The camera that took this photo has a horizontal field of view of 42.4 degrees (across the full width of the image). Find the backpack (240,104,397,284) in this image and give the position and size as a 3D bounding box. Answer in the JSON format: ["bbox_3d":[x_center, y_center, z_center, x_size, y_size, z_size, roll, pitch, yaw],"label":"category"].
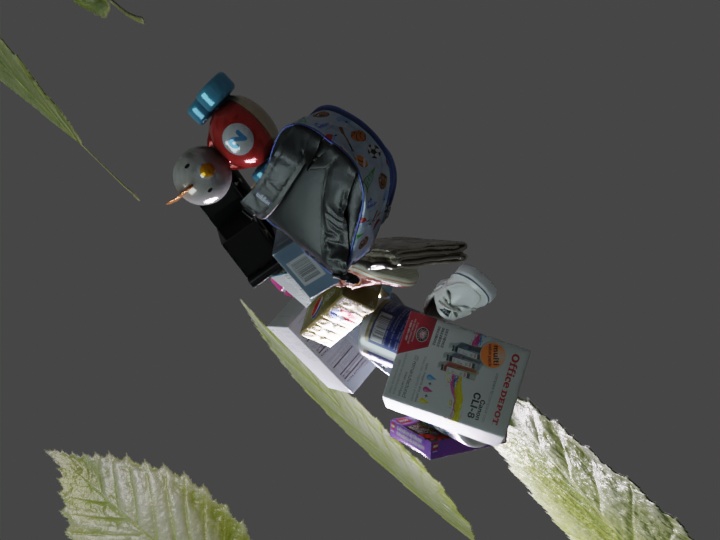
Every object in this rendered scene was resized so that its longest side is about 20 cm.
[{"bbox_3d":[-0.037,-0.116,1.231,0.199,0.154,0.191,34,142,13],"label":"backpack"}]

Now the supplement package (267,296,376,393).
[{"bbox_3d":[-0.062,0.133,1.966,0.200,0.151,0.152,46,163,-14],"label":"supplement package"}]

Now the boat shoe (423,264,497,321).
[{"bbox_3d":[0.146,0.046,1.406,0.073,0.065,0.200,42,164,1],"label":"boat shoe"}]

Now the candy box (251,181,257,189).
[{"bbox_3d":[-0.105,-0.085,1.672,0.115,0.055,0.200,27,160,38],"label":"candy box"}]

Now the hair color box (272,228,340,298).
[{"bbox_3d":[-0.078,-0.059,1.467,0.099,0.060,0.201,50,-158,-27],"label":"hair color box"}]

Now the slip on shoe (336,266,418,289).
[{"bbox_3d":[0.000,0.000,1.530,0.198,0.074,0.062,8,127,14],"label":"slip on shoe"}]

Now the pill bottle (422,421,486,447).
[{"bbox_3d":[0.174,0.256,1.790,0.120,0.120,0.200,50,162,-28],"label":"pill bottle"}]

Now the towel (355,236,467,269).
[{"bbox_3d":[0.054,-0.026,1.351,0.200,0.132,0.035,10,104,63],"label":"towel"}]

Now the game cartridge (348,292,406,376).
[{"bbox_3d":[0.056,0.128,1.774,0.132,0.042,0.200,-13,129,36],"label":"game cartridge"}]

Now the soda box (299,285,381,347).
[{"bbox_3d":[-0.036,0.067,1.649,0.067,0.064,0.200,24,149,-15],"label":"soda box"}]

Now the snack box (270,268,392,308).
[{"bbox_3d":[-0.052,0.015,1.673,0.199,0.037,0.116,-11,139,38],"label":"snack box"}]

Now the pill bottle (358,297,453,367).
[{"bbox_3d":[0.105,0.132,1.619,0.199,0.112,0.111,22,157,23],"label":"pill bottle"}]

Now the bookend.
[{"bbox_3d":[-0.230,-0.103,1.716,0.201,0.092,0.199,55,-179,-25],"label":"bookend"}]

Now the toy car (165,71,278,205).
[{"bbox_3d":[-0.232,-0.172,1.484,0.184,0.200,0.177,44,164,-11],"label":"toy car"}]

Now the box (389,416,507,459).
[{"bbox_3d":[0.177,0.323,1.868,0.136,0.199,0.039,17,108,54],"label":"box"}]

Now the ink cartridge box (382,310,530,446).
[{"bbox_3d":[0.152,0.173,1.465,0.199,0.146,0.145,18,166,8],"label":"ink cartridge box"}]

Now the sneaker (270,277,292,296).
[{"bbox_3d":[-0.076,-0.003,1.786,0.199,0.089,0.082,3,147,30],"label":"sneaker"}]
